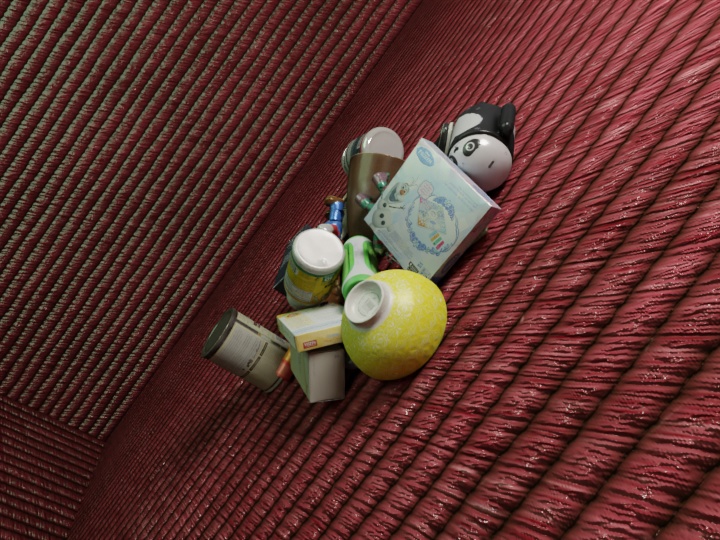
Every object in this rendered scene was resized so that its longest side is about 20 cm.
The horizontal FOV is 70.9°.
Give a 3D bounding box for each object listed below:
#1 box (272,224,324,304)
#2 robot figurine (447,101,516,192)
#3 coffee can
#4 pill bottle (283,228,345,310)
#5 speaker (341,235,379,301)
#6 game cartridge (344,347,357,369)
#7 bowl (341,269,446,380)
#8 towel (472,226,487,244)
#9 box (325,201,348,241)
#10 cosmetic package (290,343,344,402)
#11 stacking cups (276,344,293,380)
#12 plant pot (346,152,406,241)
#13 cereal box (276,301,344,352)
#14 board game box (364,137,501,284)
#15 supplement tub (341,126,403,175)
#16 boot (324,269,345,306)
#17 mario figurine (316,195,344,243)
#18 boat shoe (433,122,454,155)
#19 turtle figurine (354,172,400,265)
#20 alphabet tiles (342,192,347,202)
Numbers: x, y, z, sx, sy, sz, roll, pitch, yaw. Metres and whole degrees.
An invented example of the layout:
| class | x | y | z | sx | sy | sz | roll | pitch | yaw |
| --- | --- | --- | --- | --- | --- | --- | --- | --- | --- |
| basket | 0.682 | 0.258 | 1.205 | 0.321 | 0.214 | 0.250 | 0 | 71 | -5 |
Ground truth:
| class | x | y | z | sx | sy | sz | roll | pitch | yaw |
| --- | --- | --- | --- | --- | --- | --- | --- | --- | --- |
| box | -0.138 | -0.004 | 1.403 | 0.104 | 0.148 | 0.200 | -41 | 24 | 33 |
| robot figurine | 0.233 | -0.242 | 0.979 | 0.124 | 0.151 | 0.200 | 4 | 49 | 17 |
| coffee can | -0.295 | 0.212 | 1.337 | 0.146 | 0.200 | 0.147 | -45 | 22 | 24 |
| pill bottle | -0.109 | 0.009 | 1.118 | 0.200 | 0.112 | 0.113 | 115 | 175 | -52 |
| speaker | 0.000 | 0.000 | 1.084 | 0.088 | 0.088 | 0.200 | -47 | 22 | 21 |
| game cartridge | 0.031 | 0.105 | 1.021 | 0.133 | 0.040 | 0.201 | -19 | 40 | 52 |
| bowl | 0.035 | 0.075 | 0.861 | 0.200 | 0.108 | 0.201 | -21 | 51 | 29 |
| towel | 0.189 | -0.099 | 1.006 | 0.144 | 0.023 | 0.200 | -40 | 25 | 33 |
| box | -0.032 | -0.134 | 1.393 | 0.200 | 0.068 | 0.082 | -50 | -14 | -24 |
| cosmetic package | -0.095 | 0.188 | 1.059 | 0.200 | 0.073 | 0.104 | -157 | 66 | -71 |
| stacking cups | -0.146 | 0.178 | 1.264 | 0.200 | 0.060 | 0.060 | -60 | 21 | -11 |
| plant pot | 0.041 | -0.156 | 1.243 | 0.187 | 0.186 | 0.201 | -7 | 68 | 64 |
| cereal box | -0.084 | 0.112 | 1.041 | 0.200 | 0.143 | 0.040 | -160 | 60 | -70 |
| board game box | 0.124 | -0.104 | 0.937 | 0.199 | 0.043 | 0.200 | -53 | 58 | 27 |
| supplement tub | 0.034 | -0.358 | 1.584 | 0.141 | 0.140 | 0.200 | -59 | 21 | -13 |
| boot | -0.045 | 0.019 | 1.271 | 0.155 | 0.074 | 0.200 | -59 | 18 | -2 |
| mario figurine | -0.087 | -0.087 | 1.238 | 0.106 | 0.123 | 0.201 | -21 | 48 | 27 |
| boat shoe | 0.158 | -0.237 | 1.097 | 0.200 | 0.060 | 0.074 | 95 | -165 | -55 |
| turtle figurine | 0.068 | -0.116 | 1.086 | 0.150 | 0.101 | 0.200 | -36 | 57 | 6 |
| alphabet tiles | -0.020 | -0.195 | 1.466 | 0.200 | 0.015 | 0.196 | -58 | -15 | 6 |
